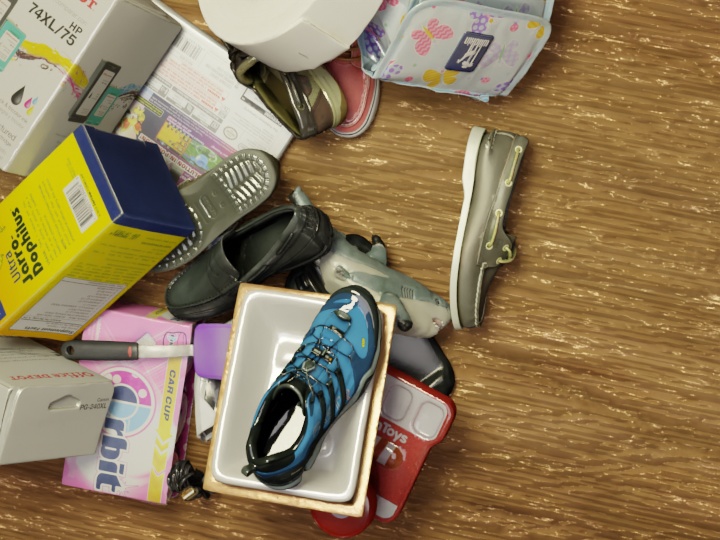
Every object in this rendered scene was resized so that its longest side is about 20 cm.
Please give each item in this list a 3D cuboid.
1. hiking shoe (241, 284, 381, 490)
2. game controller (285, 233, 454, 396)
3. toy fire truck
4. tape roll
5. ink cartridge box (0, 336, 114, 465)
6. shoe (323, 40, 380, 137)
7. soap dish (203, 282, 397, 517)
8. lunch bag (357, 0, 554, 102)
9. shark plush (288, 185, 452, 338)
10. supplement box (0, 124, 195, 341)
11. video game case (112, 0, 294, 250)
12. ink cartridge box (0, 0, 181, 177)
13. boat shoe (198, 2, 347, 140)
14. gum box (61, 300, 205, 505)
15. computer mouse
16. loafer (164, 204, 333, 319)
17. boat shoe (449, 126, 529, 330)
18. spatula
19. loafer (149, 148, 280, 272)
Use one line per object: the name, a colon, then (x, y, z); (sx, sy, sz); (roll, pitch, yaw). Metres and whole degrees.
hiking shoe: (-0.039, 0.103, 1.405); (0.074, 0.087, 0.202); (23, 81, 13)
game controller: (0.011, 0.065, 1.606); (0.104, 0.042, 0.201); (-33, 93, -5)
toy fire truck: (-0.020, 0.156, 1.566); (0.199, 0.112, 0.169); (29, 101, 12)
tape roll: (-0.059, -0.289, 1.451); (0.201, 0.071, 0.205); (-17, 62, 36)
ink cartridge box: (-0.368, 0.116, 1.560); (0.199, 0.145, 0.084); (22, 101, 32)
shoe: (-0.021, -0.231, 1.542); (0.071, 0.091, 0.203); (0, 97, 7)
soap dish: (-0.054, 0.123, 1.490); (0.156, 0.081, 0.202); (8, 79, 10)
lunch bag: (0.095, -0.267, 1.479); (0.168, 0.127, 0.202); (8, 101, -32)
shark plush: (0.000, 0.000, 1.571); (0.200, 0.091, 0.083); (40, 60, 11)
supplement box: (-0.279, -0.033, 1.530); (0.200, 0.108, 0.110); (-39, 64, 24)
video game case: (-0.179, -0.147, 1.607); (0.199, 0.023, 0.183); (34, 99, 1)
ink cartridge box: (-0.307, -0.212, 1.538); (0.146, 0.146, 0.201); (38, 99, 16)
boat shoe: (-0.096, -0.211, 1.544); (0.200, 0.065, 0.073); (45, 143, 15)
gum box: (-0.235, 0.139, 1.624); (0.112, 0.066, 0.202); (10, 98, 6)
computer mouse: (-0.154, 0.137, 1.609); (0.043, 0.110, 0.202); (15, 88, 14)
loafer: (-0.120, -0.012, 1.534); (0.199, 0.070, 0.069); (-27, 56, 26)
boat shoe: (0.127, -0.039, 1.558); (0.060, 0.072, 0.204); (7, 94, 11)
spatula: (-0.205, 0.080, 1.567); (0.198, 0.021, 0.057); (1, 94, 7)
loafer: (-0.154, -0.060, 1.571); (0.199, 0.070, 0.076); (-26, 92, 25)
